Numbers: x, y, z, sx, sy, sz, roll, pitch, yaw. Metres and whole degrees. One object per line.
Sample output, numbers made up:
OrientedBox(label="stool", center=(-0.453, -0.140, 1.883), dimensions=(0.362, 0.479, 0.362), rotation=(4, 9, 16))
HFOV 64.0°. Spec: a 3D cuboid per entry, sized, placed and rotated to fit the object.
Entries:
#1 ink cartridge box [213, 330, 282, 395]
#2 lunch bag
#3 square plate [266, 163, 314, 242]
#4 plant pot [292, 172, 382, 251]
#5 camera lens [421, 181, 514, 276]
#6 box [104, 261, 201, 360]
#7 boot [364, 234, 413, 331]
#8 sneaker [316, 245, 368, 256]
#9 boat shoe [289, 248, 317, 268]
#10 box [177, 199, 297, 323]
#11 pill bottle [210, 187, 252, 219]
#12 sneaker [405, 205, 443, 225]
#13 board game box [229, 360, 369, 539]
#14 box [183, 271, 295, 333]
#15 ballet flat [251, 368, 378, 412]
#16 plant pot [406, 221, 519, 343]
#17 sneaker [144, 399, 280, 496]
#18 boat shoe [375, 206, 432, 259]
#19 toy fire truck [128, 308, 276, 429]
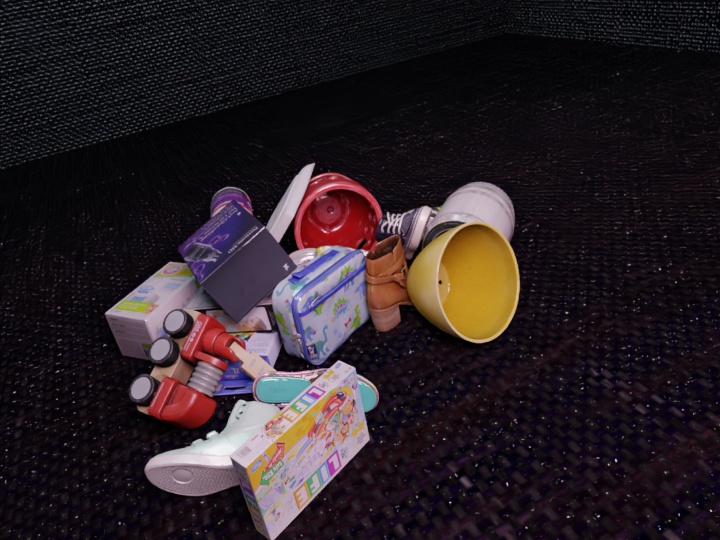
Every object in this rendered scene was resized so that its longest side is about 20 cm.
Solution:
OrientedBox(label="ink cartridge box", center=(-0.210, 0.146, 1.057), dimensions=(0.117, 0.043, 0.201), rotation=(-5, 32, 11))
OrientedBox(label="lunch bag", center=(-0.062, 0.056, 1.037), dimensions=(0.082, 0.163, 0.199), rotation=(15, 37, 38))
OrientedBox(label="square plate", center=(-0.170, -0.115, 1.239), dimensions=(0.028, 0.200, 0.200), rotation=(28, 40, -13))
OrientedBox(label="plant pot", center=(-0.063, -0.120, 1.305), dimensions=(0.197, 0.204, 0.183), rotation=(-15, 25, -9))
OrientedBox(label="camera lens", center=(0.222, -0.073, 1.166), dimensions=(0.157, 0.162, 0.200), rotation=(5, 33, 26))
OrientedBox(label="box", center=(-0.392, 0.078, 1.167), dimensions=(0.111, 0.103, 0.200), rotation=(5, 33, 25))
OrientedBox(label="boot", center=(0.071, 0.000, 1.095), dimensions=(0.076, 0.158, 0.199), rotation=(15, 38, 38))
OrientedBox(label="sneaker", center=(0.000, 0.000, 1.198), dimensions=(0.196, 0.086, 0.074), rotation=(8, 1, -9))
OrientedBox(label="boat shoe", center=(-0.160, 0.026, 1.207), dimensions=(0.198, 0.071, 0.072), rotation=(-27, 39, 1))
OrientedBox(label="box", center=(-0.226, -0.023, 1.042), dimensions=(0.148, 0.105, 0.200), rotation=(-43, 33, -9))
OrientedBox(label="pill bottle", center=(-0.342, -0.151, 1.534), dimensions=(0.111, 0.114, 0.201), rotation=(-14, 30, -7))
OrientedBox(label="sneaker", center=(0.197, -0.117, 1.357), dimensions=(0.196, 0.076, 0.085), rotation=(3, 25, 6))
OrientedBox(label="board game box", center=(-0.071, 0.233, 0.762), dimensions=(0.034, 0.136, 0.199), rotation=(16, 39, 38))
OrientedBox(label="box", center=(-0.222, 0.063, 1.105), dimensions=(0.196, 0.061, 0.117), rotation=(-4, 29, 17))
OrientedBox(label="ballet flat", center=(-0.071, 0.187, 0.907), dimensions=(0.196, 0.071, 0.071), rotation=(3, -4, -4))
OrientedBox(label="plant pot", center=(0.164, 0.022, 1.024), dimensions=(0.199, 0.203, 0.141), rotation=(-30, 14, -31))
OrientedBox(label="sneaker", center=(-0.204, 0.250, 0.835), dimensions=(0.197, 0.075, 0.119), rotation=(-4, 35, -9))
OrientedBox(label="boat shoe", center=(0.077, -0.083, 1.126), dimensions=(0.092, 0.200, 0.076), rotation=(25, 71, 3))
OrientedBox(label="toy fire truck", center=(-0.236, 0.177, 0.932), dimensions=(0.197, 0.129, 0.178), rotation=(13, 67, 24))
